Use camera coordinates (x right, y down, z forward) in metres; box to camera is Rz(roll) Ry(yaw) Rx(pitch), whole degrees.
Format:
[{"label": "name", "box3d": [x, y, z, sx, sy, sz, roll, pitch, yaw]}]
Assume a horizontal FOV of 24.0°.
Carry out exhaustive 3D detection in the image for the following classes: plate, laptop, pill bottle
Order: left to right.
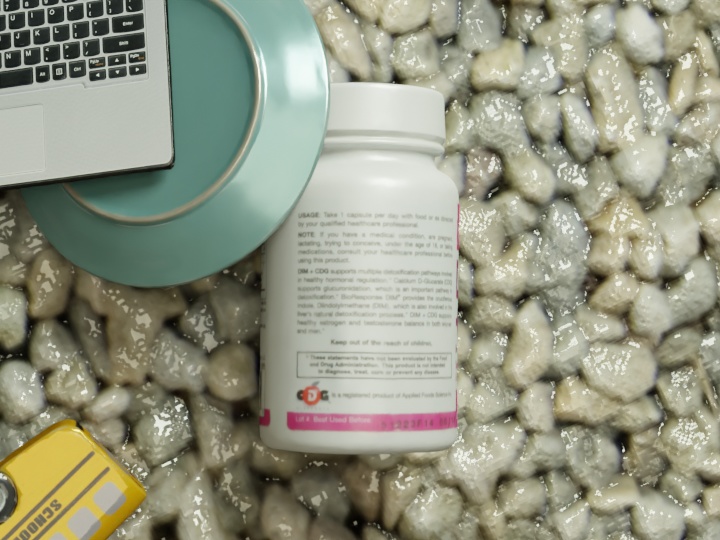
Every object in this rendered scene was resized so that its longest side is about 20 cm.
[{"label": "laptop", "box3d": [-0.208, -0.153, 0.899, 0.186, 0.116, 0.201, -7, 78, 11]}, {"label": "plate", "box3d": [-0.113, -0.091, 0.941, 0.199, 0.026, 0.202, -4, 79, 19]}, {"label": "pill bottle", "box3d": [0.000, 0.000, 0.960, 0.113, 0.113, 0.202, 1, 88, -9]}]

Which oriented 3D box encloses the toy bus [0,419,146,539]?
[{"label": "toy bus", "box3d": [-0.217, 0.169, 0.944, 0.078, 0.065, 0.200, 45, 82, -7]}]
